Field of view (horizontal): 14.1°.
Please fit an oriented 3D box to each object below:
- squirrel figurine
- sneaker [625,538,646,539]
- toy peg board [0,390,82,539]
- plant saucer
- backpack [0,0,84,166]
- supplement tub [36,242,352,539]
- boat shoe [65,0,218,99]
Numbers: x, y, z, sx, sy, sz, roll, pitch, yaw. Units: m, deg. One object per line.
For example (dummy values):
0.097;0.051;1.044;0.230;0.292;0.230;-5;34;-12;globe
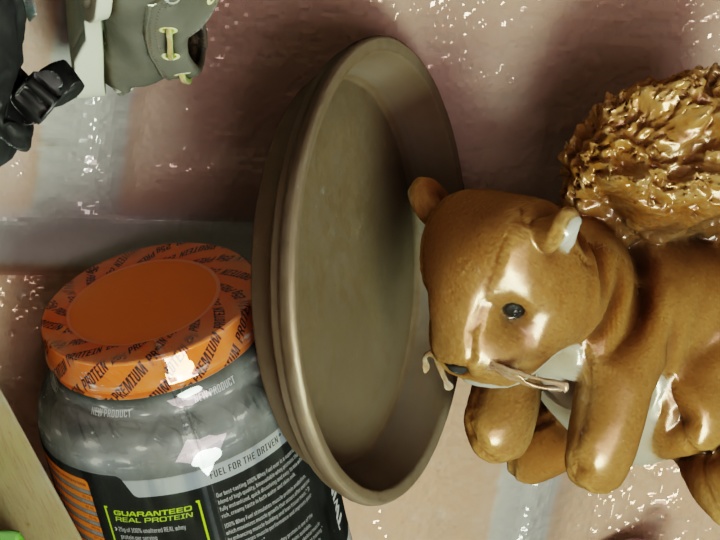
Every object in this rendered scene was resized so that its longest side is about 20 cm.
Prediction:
0.105;-0.004;1.292;0.186;0.141;0.201;35;79;-42;squirrel figurine
0.088;0.221;1.436;0.199;0.081;0.089;-30;130;-8;sneaker
-0.214;0.133;1.185;0.198;0.098;0.201;-29;81;-8;toy peg board
0.000;0.000;1.248;0.029;0.200;0.201;2;123;23;plant saucer
-0.199;-0.136;1.105;0.166;0.126;0.201;-15;125;-35;backpack
-0.070;0.097;1.277;0.122;0.123;0.201;-20;121;-13;supplement tub
-0.084;-0.121;1.136;0.060;0.202;0.073;-4;75;-8;boat shoe
